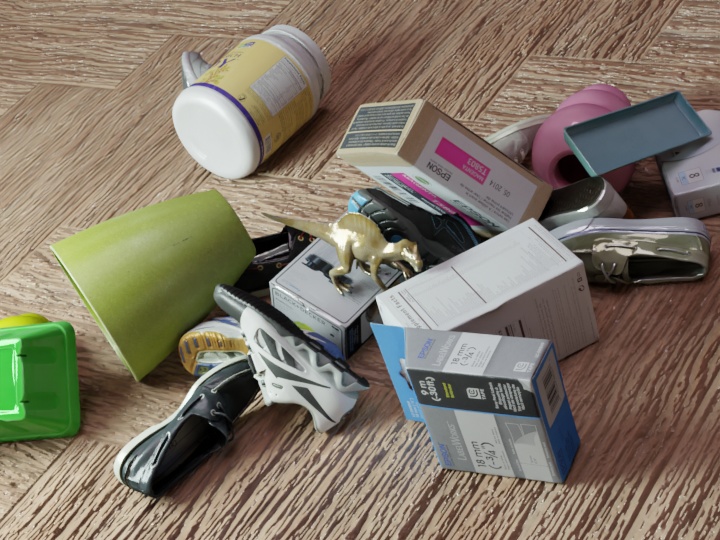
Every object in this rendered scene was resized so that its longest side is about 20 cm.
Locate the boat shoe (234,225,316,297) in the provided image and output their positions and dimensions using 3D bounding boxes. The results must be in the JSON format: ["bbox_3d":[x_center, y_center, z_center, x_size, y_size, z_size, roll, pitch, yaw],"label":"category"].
[{"bbox_3d":[-0.074,-0.024,1.897,0.200,0.063,0.074,-17,32,0],"label":"boat shoe"}]

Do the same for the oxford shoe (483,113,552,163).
[{"bbox_3d":[0.174,-0.140,1.948,0.199,0.075,0.058,-27,76,-26],"label":"oxford shoe"}]

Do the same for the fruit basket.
[{"bbox_3d":[-0.416,0.124,1.819,0.214,0.156,0.216,-4,-6,0],"label":"fruit basket"}]

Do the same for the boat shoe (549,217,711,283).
[{"bbox_3d":[0.288,-0.017,1.711,0.199,0.072,0.062,-7,43,14],"label":"boat shoe"}]

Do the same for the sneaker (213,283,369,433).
[{"bbox_3d":[-0.093,0.096,1.660,0.200,0.074,0.089,39,99,11],"label":"sneaker"}]

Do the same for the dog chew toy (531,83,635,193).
[{"bbox_3d":[0.280,-0.162,1.874,0.124,0.125,0.200,-2,30,22],"label":"dog chew toy"}]

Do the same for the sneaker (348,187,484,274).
[{"bbox_3d":[0.075,-0.036,1.754,0.073,0.200,0.082,-42,16,50],"label":"sneaker"}]

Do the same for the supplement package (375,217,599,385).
[{"bbox_3d":[0.136,0.051,1.652,0.199,0.110,0.114,-26,35,-11],"label":"supplement package"}]

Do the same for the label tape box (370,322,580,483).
[{"bbox_3d":[0.103,0.131,1.530,0.199,0.145,0.063,4,42,30],"label":"label tape box"}]

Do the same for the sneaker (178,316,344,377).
[{"bbox_3d":[-0.105,0.080,1.759,0.199,0.076,0.088,7,25,20],"label":"sneaker"}]

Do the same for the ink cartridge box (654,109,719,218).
[{"bbox_3d":[0.451,-0.140,1.821,0.199,0.047,0.160,-16,35,8],"label":"ink cartridge box"}]

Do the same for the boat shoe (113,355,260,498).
[{"bbox_3d":[-0.170,0.171,1.663,0.199,0.075,0.066,-35,40,-22],"label":"boat shoe"}]

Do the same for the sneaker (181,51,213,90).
[{"bbox_3d":[-0.215,-0.265,2.298,0.082,0.075,0.200,-12,39,-16],"label":"sneaker"}]

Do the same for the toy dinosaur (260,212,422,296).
[{"bbox_3d":[-0.008,-0.026,1.714,0.199,0.101,0.058,15,45,25],"label":"toy dinosaur"}]

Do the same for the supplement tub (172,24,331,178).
[{"bbox_3d":[-0.147,-0.237,2.146,0.145,0.146,0.200,13,46,37],"label":"supplement tub"}]

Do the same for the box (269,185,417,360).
[{"bbox_3d":[0.000,0.000,1.802,0.116,0.060,0.200,29,54,24],"label":"box"}]

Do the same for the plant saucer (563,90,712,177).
[{"bbox_3d":[0.318,-0.156,1.780,0.199,0.019,0.070,-20,66,-35],"label":"plant saucer"}]

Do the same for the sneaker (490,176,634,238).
[{"bbox_3d":[0.230,-0.052,1.801,0.200,0.085,0.073,-7,53,51],"label":"sneaker"}]

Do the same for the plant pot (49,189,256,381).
[{"bbox_3d":[-0.228,-0.003,1.811,0.200,0.188,0.187,-33,37,-10],"label":"plant pot"}]

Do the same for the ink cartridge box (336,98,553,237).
[{"bbox_3d":[0.094,-0.114,1.779,0.075,0.200,0.165,-62,23,-9],"label":"ink cartridge box"}]
